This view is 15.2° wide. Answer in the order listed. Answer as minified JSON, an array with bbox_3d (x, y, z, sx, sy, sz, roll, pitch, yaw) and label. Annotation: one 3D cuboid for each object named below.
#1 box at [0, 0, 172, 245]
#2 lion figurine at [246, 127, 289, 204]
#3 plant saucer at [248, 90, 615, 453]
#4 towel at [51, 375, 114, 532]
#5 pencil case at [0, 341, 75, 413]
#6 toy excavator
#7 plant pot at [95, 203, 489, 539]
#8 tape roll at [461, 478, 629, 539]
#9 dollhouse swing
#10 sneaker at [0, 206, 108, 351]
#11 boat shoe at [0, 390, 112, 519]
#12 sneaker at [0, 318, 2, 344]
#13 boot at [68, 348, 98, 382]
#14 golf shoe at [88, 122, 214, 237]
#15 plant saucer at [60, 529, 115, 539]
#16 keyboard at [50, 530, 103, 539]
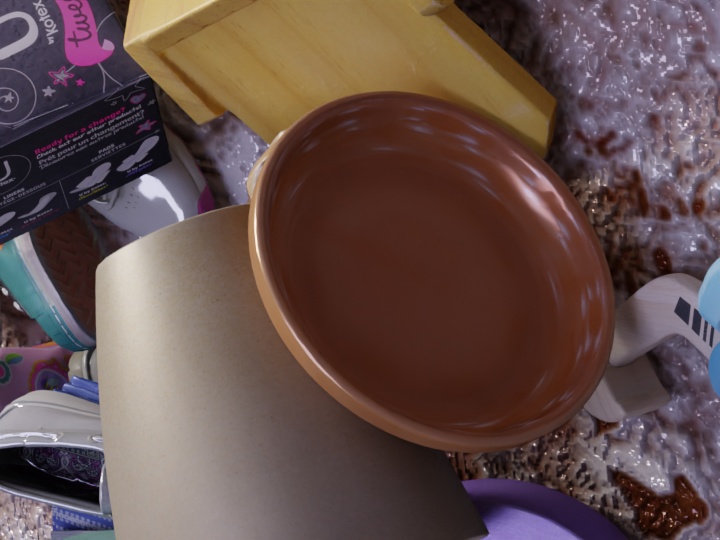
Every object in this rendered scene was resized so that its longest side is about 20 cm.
[{"bbox_3d":[-0.209,-0.137,1.536,0.200,0.132,0.115,60,172,21],"label":"box"},{"bbox_3d":[0.000,0.000,1.477,0.122,0.200,0.073,-38,39,22],"label":"lion figurine"},{"bbox_3d":[0.033,0.004,1.345,0.200,0.200,0.037,54,142,10],"label":"plant saucer"},{"bbox_3d":[-0.122,0.167,1.631,0.144,0.024,0.200,17,123,20],"label":"towel"},{"bbox_3d":[-0.247,0.088,1.669,0.087,0.200,0.088,3,94,47],"label":"pencil case"},{"bbox_3d":[0.195,0.031,1.330,0.200,0.100,0.195,46,135,37],"label":"toy excavator"},{"bbox_3d":[-0.058,0.076,1.372,0.187,0.187,0.200,-30,79,45],"label":"plant pot"},{"bbox_3d":[0.070,0.217,1.470,0.199,0.066,0.201,2,97,14],"label":"tape roll"},{"bbox_3d":[0.006,-0.155,1.448,0.200,0.176,0.182,-22,51,46],"label":"dollhouse swing"},{"bbox_3d":[-0.222,-0.026,1.665,0.080,0.071,0.200,-39,74,29],"label":"sneaker"},{"bbox_3d":[-0.130,0.117,1.549,0.199,0.069,0.072,16,123,19],"label":"boat shoe"},{"bbox_3d":[-0.271,-0.022,1.742,0.072,0.072,0.201,-4,98,-2],"label":"sneaker"},{"bbox_3d":[-0.079,0.088,1.619,0.200,0.073,0.182,-23,94,39],"label":"boot"},{"bbox_3d":[-0.175,-0.071,1.611,0.200,0.091,0.075,38,128,22],"label":"golf shoe"},{"bbox_3d":[-0.096,0.209,1.556,0.200,0.036,0.200,28,151,17],"label":"plant saucer"},{"bbox_3d":[-0.097,0.178,1.593,0.200,0.011,0.056,-3,116,34],"label":"keyboard"}]
